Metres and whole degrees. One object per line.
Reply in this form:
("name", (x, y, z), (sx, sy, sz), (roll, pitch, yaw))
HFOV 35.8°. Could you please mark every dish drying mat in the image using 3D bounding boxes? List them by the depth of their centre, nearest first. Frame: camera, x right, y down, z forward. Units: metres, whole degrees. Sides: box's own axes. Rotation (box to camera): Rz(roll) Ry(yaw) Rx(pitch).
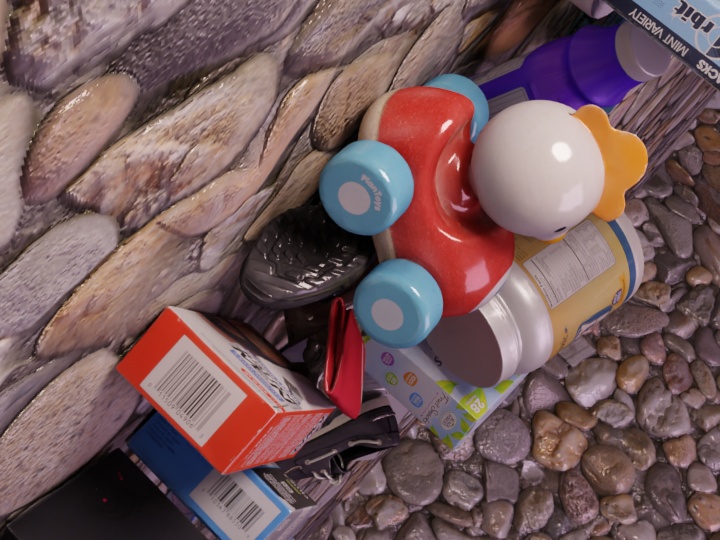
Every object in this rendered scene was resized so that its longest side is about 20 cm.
("dish drying mat", (-0.011, 0.078, 0.935), (0.200, 0.018, 0.077), (76, 20, -76))

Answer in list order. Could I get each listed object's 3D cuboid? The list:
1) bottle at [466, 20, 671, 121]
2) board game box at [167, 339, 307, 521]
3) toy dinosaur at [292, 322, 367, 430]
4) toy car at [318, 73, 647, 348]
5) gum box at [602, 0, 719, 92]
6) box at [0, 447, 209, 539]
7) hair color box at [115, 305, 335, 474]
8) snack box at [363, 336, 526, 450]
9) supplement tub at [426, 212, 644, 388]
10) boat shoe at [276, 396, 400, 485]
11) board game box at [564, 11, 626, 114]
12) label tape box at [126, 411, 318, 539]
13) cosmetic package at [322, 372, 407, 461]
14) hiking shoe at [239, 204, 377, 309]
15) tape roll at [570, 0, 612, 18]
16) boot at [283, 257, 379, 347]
("bottle", (0.155, -0.149, 0.894), (0.084, 0.065, 0.200), (-27, -172, -37))
("board game box", (-0.106, 0.160, 1.205), (0.200, 0.041, 0.200), (-37, 164, -44))
("toy dinosaur", (-0.015, 0.056, 1.092), (0.200, 0.077, 0.102), (-60, -165, -12))
("toy car", (0.107, -0.052, 0.799), (0.184, 0.200, 0.177), (-44, 124, -52))
("gum box", (0.258, -0.171, 0.797), (0.045, 0.170, 0.200), (-54, 167, 25))
("box", (-0.179, 0.262, 0.877), (0.122, 0.200, 0.106), (-35, 162, -48))
("hair color box", (-0.095, 0.091, 0.855), (0.064, 0.111, 0.200), (-48, 169, 1))
("snack box", (0.081, 0.068, 1.198), (0.169, 0.200, 0.068), (-38, 165, -44))
("supplement tub", (0.167, 0.013, 1.106), (0.200, 0.145, 0.145), (-32, 162, -26))
("boat shoe", (-0.039, 0.217, 1.285), (0.200, 0.063, 0.073), (-34, 162, 21))
("board game box", (0.255, -0.241, 1.047), (0.151, 0.047, 0.200), (-53, -172, 22))
("label tape box", (-0.113, 0.186, 1.010), (0.066, 0.143, 0.200), (-48, 168, -1))
("cosmetic package", (-0.010, 0.159, 1.361), (0.113, 0.081, 0.200), (-6, 148, -24))
("hiking shoe", (-0.031, -0.002, 0.870), (0.200, 0.076, 0.101), (-34, 158, -52))
("tape roll", (0.212, -0.291, 0.839), (0.202, 0.071, 0.202), (-46, 169, -12))
("boot", (0.000, 0.000, 1.034), (0.200, 0.064, 0.186), (-33, -174, -13))
